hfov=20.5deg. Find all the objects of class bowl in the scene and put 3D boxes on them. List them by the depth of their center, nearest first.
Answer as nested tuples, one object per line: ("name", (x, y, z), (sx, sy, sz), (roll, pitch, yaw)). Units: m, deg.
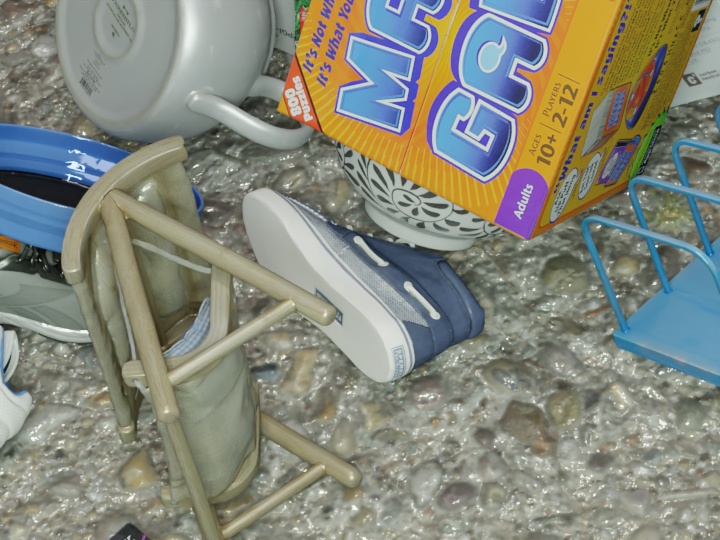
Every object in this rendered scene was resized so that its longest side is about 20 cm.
("bowl", (0.058, -0.075, 1.455), (0.200, 0.094, 0.201), (15, 24, -7))
("bowl", (-0.216, -0.057, 1.465), (0.200, 0.039, 0.201), (15, 16, -4))

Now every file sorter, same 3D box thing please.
("file sorter", (0.273, -0.034, 1.368), (0.200, 0.123, 0.139), (-39, 34, -22))

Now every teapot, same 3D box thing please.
("teapot", (-0.133, -0.190, 1.563), (0.146, 0.201, 0.197), (-3, 1, -44))

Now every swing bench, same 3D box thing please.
("swing bench", (-0.111, 0.056, 1.327), (0.130, 0.199, 0.200), (-31, 54, -17))

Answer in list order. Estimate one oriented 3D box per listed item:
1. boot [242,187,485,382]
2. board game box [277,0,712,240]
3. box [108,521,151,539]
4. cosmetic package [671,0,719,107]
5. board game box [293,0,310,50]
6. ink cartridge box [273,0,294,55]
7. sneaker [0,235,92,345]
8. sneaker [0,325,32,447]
("boot", (0.000, 0.000, 1.450), (0.090, 0.073, 0.200), (-22, 53, -29))
("board game box", (0.101, -0.170, 1.326), (0.200, 0.200, 0.200), (28, 25, 20))
("box", (-0.134, 0.268, 1.266), (0.143, 0.036, 0.200), (-41, 56, -22))
("cosmetic package", (0.227, -0.248, 1.509), (0.165, 0.165, 0.200), (-12, 42, 40))
("board game box", (0.000, -0.249, 1.562), (0.104, 0.023, 0.200), (-6, 52, 6))
("ink cartridge box", (0.023, -0.257, 1.632), (0.147, 0.083, 0.200), (24, 58, 24))
("sneaker", (-0.235, 0.003, 1.452), (0.199, 0.079, 0.074), (2, 51, -11))
("sneaker", (-0.322, 0.072, 1.429), (0.146, 0.081, 0.200), (-28, 49, -24))
